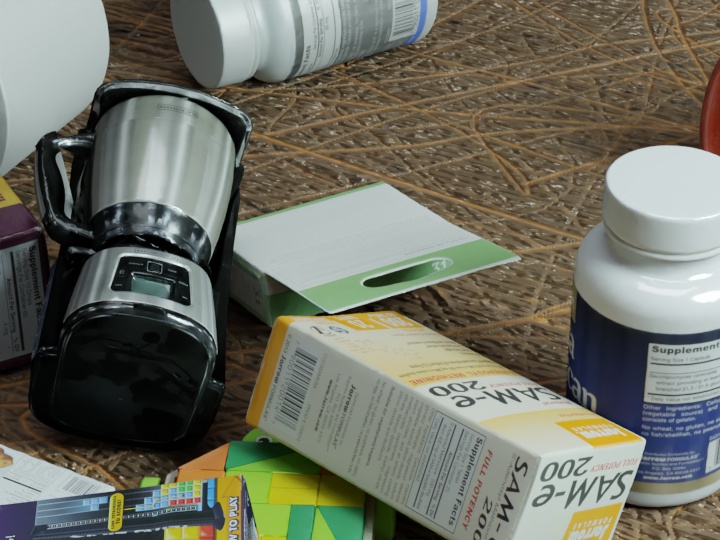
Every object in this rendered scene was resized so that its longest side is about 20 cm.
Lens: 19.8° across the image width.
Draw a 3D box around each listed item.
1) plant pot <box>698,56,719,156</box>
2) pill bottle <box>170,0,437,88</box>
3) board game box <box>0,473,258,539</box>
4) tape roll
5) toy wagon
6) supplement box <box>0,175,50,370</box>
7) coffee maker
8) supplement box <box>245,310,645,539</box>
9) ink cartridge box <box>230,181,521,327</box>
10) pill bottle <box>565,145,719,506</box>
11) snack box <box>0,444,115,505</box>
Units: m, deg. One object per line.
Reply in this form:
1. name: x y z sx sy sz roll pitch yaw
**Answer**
1. plant pot: 0.376 -0.091 1.441 0.194 0.202 0.201 -12 35 -31
2. pill bottle: -0.047 -0.219 1.687 0.199 0.114 0.114 -18 38 -25
3. board game box: -0.136 0.205 1.069 0.164 0.057 0.201 -7 42 2
4. tape roll: -0.306 -0.167 1.534 0.201 0.204 0.139 15 36 21
5. toy wagon: -0.056 0.145 1.213 0.154 0.040 0.201 2 34 3
6. supplement box: -0.317 0.011 1.357 0.199 0.104 0.131 -17 36 -25
7. coffee maker: -0.134 0.012 1.322 0.134 0.193 0.201 -2 50 8
8. supplement box: 0.049 0.094 1.216 0.199 0.074 0.126 27 16 32
9. ink cartridge box: 0.000 0.000 1.385 0.145 0.048 0.200 -16 25 -23
10. pill bottle: 0.180 0.032 1.235 0.110 0.201 0.111 0 33 0
11. snack box: -0.250 0.129 1.251 0.199 0.024 0.072 17 40 24
